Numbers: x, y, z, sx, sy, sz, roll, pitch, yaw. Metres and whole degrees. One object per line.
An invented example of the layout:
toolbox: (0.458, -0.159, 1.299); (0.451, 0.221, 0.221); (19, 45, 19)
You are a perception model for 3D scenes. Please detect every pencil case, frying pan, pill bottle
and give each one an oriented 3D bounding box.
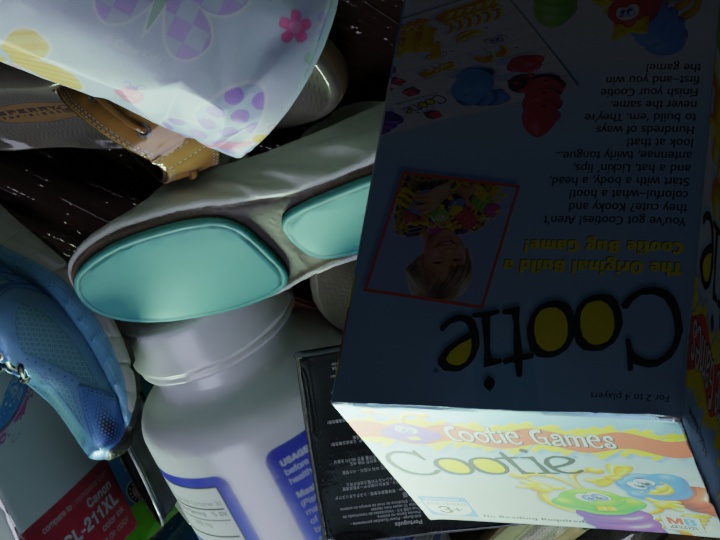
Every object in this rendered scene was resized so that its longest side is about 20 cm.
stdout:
pencil case: (-0.106, -0.112, 0.582); (0.199, 0.091, 0.083); (23, 167, -23)
frying pan: (-0.143, 0.047, 0.911); (0.031, 0.191, 0.115); (-27, 173, -12)
pill bottle: (-0.038, 0.089, 0.842); (0.112, 0.112, 0.201); (-8, 118, 35)

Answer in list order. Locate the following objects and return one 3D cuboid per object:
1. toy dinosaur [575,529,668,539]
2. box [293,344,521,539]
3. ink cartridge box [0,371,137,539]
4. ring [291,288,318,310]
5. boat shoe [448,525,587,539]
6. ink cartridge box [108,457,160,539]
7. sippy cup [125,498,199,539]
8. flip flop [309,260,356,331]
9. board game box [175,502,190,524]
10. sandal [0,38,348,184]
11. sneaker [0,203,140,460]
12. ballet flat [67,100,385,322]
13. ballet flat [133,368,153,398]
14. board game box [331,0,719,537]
toy dinosaur: (0.149, 0.150, 1.016); (0.199, 0.102, 0.077); (-12, 106, 41)
box: (0.098, 0.058, 0.764); (0.199, 0.087, 0.164); (-10, 177, 24)
ink cartridge box: (-0.231, 0.080, 0.931); (0.145, 0.083, 0.201); (-9, 112, 37)
ring: (0.000, 0.000, 0.861); (0.199, 0.019, 0.201); (9, 154, 4)
boat shoe: (0.117, 0.101, 0.895); (0.201, 0.073, 0.063); (-44, 129, 18)
ink cartridge box: (-0.155, 0.253, 1.245); (0.146, 0.201, 0.145); (18, 154, -16)
sippy cup: (-0.104, 0.226, 1.109); (0.178, 0.130, 0.140); (49, 162, -4)
flip flop: (0.050, -0.011, 0.744); (0.199, 0.058, 0.081); (-23, 137, 39)
board game box: (-0.009, 0.117, 0.989); (0.199, 0.035, 0.126); (0, -179, -12)
sandal: (-0.095, -0.065, 0.713); (0.199, 0.055, 0.082); (-4, 152, 24)
sneaker: (-0.184, 0.019, 0.795); (0.200, 0.090, 0.078); (44, 155, 6)
ballet flat: (-0.034, -0.030, 0.735); (0.199, 0.070, 0.069); (-17, 145, 27)
ballet flat: (-0.069, 0.063, 0.982); (0.198, 0.068, 0.062); (1, -167, 5)
board game box: (0.070, -0.029, 0.553); (0.104, 0.201, 0.103); (1, 154, 21)
